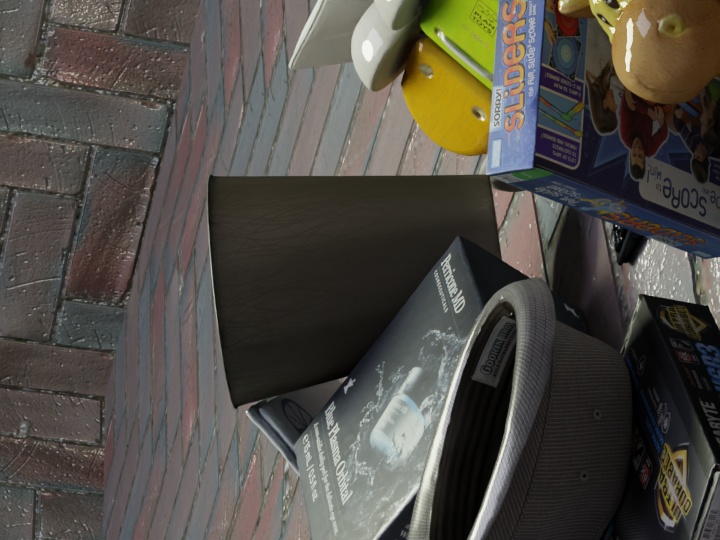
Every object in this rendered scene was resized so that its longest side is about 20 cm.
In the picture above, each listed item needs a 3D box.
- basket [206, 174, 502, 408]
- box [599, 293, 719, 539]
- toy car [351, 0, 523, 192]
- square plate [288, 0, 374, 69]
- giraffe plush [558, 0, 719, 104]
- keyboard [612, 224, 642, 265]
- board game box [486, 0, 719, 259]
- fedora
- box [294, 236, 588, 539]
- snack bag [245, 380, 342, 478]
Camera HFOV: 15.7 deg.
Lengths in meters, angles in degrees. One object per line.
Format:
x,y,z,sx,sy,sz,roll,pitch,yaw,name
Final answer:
0.000,0.000,1.830,0.136,0.198,0.181,80,-178,-51,basket
0.169,0.147,1.465,0.200,0.049,0.200,-104,28,-61,box
0.100,-0.169,1.848,0.150,0.175,0.200,-45,-11,-25,toy car
0.057,-0.219,1.915,0.198,0.199,0.029,119,136,-60,square plate
0.189,-0.136,1.309,0.201,0.161,0.173,-99,20,-52,giraffe plush
0.166,-0.111,1.712,0.104,0.039,0.201,112,160,-52,keyboard
0.149,-0.094,1.433,0.034,0.199,0.136,-7,72,42,board game box
0.098,0.109,1.491,0.177,0.090,0.201,140,145,-70,fedora
0.064,0.120,1.711,0.200,0.117,0.197,-52,23,18,box
0.002,0.150,1.904,0.021,0.189,0.200,-42,0,14,snack bag
